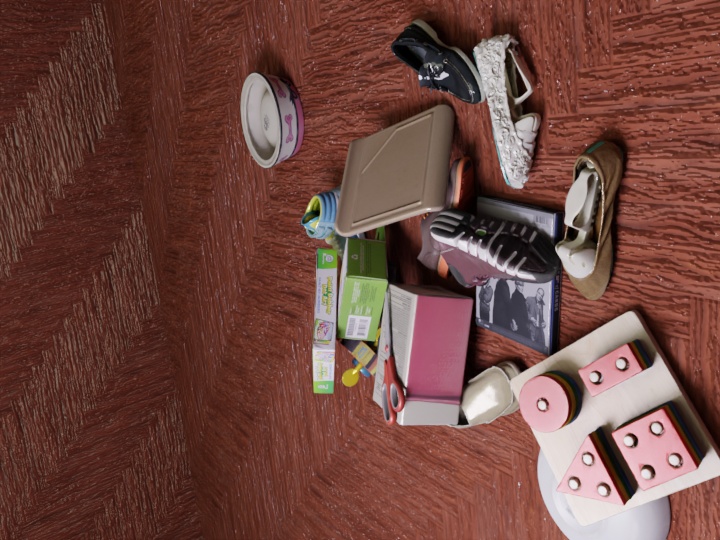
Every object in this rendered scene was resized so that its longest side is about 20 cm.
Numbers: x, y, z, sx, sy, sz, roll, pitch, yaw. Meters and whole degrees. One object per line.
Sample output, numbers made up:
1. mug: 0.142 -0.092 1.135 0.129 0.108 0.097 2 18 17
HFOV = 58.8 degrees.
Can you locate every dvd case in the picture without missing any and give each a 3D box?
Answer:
1. dvd case: 0.226 0.004 0.927 0.149 0.024 0.207 23 121 53

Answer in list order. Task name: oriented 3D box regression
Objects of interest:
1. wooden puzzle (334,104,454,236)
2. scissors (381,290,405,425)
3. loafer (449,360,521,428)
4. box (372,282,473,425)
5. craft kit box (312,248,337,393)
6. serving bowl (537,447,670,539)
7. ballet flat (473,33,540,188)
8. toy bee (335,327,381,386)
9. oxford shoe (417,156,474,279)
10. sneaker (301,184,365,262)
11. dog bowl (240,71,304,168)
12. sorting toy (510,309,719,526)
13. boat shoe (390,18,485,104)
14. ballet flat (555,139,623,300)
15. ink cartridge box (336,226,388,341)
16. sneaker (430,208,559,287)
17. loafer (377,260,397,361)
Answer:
1. wooden puzzle: 0.055 -0.151 1.001 0.195 0.037 0.191 -11 58 36
2. scissors: 0.041 0.139 1.019 0.074 0.013 0.206 121 146 -54
3. loafer: 0.193 0.211 1.022 0.077 0.067 0.201 61 146 21
4. box: 0.099 0.132 1.039 0.127 0.105 0.208 -159 74 -69
5. craft kit box: -0.066 0.099 1.203 0.202 0.047 0.203 96 178 -59
6. serving bowl: 0.313 0.305 0.871 0.199 0.064 0.207 32 129 49
7. ballet flat: 0.200 -0.214 0.843 0.071 0.070 0.207 -15 90 58
8. toy bee: -0.004 0.164 1.268 0.196 0.108 0.134 10 68 41
9. oxford shoe: 0.126 -0.084 0.988 0.071 0.071 0.205 23 126 22
10. sneaker: -0.055 -0.063 1.252 0.079 0.128 0.207 12 113 53
11. dog bowl: -0.194 -0.336 1.418 0.198 0.072 0.207 31 128 49
12. sorting toy: 0.295 0.188 0.781 0.198 0.069 0.204 -38 68 34
13. boat shoe: 0.106 -0.295 0.933 0.202 0.065 0.075 57 172 31
14. ballet flat: 0.274 -0.054 0.780 0.067 0.071 0.206 31 128 47
15. ink cartridge box: 0.000 0.000 1.151 0.204 0.073 0.151 -92 9 -47
16. sneaker: 0.193 -0.011 0.906 0.197 0.076 0.117 28 153 36
17. loafer: 0.067 0.086 1.187 0.073 0.070 0.208 -12 -78 -85
